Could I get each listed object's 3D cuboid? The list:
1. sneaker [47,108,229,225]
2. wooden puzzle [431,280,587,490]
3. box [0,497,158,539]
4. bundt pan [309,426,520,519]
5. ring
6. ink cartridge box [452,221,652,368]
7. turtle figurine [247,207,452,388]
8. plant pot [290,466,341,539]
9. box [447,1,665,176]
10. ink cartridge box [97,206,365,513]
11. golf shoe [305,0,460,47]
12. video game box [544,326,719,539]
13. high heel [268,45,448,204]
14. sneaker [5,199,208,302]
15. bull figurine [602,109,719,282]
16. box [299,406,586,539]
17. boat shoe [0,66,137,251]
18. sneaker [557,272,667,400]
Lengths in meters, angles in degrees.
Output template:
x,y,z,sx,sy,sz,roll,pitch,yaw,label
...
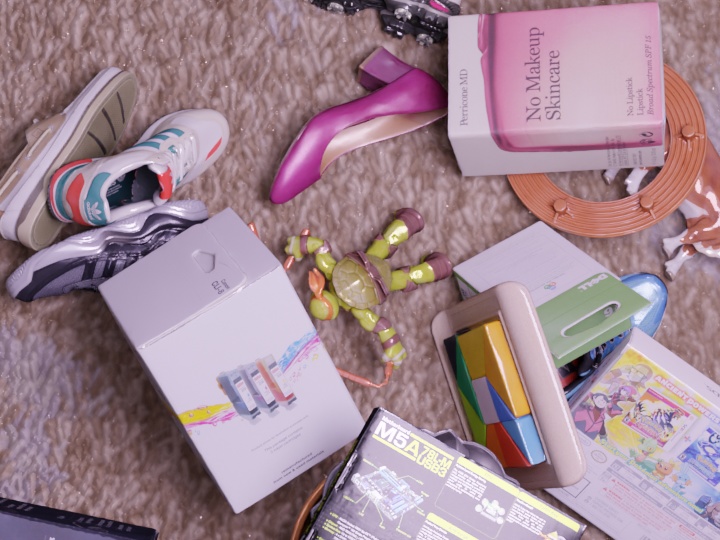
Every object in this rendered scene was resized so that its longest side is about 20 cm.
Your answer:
x,y,z,sx,sy,sz,roll,pitch,yaw,label
-0.184,-0.089,1.491,0.200,0.093,0.070,-28,120,-34,sneaker
0.125,0.113,1.481,0.037,0.200,0.185,-16,85,-20,wooden puzzle
-0.285,0.266,1.413,0.200,0.197,0.118,13,83,-5,box
0.057,0.232,1.380,0.202,0.076,0.202,1,84,-7,bundt pan
0.236,-0.128,1.579,0.200,0.019,0.201,-4,70,11,ring
0.179,0.035,1.497,0.104,0.200,0.059,-28,122,-13,ink cartridge box
0.000,0.000,1.525,0.161,0.064,0.200,-33,75,-33,turtle figurine
0.027,0.264,1.480,0.200,0.140,0.200,1,83,-7,plant pot
0.186,-0.170,1.533,0.200,0.109,0.128,-3,73,10,box
-0.115,0.077,1.440,0.145,0.145,0.200,-31,121,-9,ink cartridge box
0.005,-0.293,1.587,0.200,0.077,0.088,22,70,-12,golf shoe
0.279,0.176,1.517,0.200,0.047,0.182,36,123,-3,video game box
0.001,-0.123,1.558,0.096,0.067,0.200,37,77,9,high heel
-0.222,0.015,1.512,0.200,0.075,0.114,-21,86,-9,sneaker
0.332,-0.065,1.592,0.121,0.065,0.200,-31,78,-7,bull figurine
0.052,0.242,1.316,0.200,0.048,0.193,29,78,-2,box
-0.283,-0.115,1.519,0.068,0.075,0.200,21,64,19,boat shoe
0.222,0.076,1.551,0.200,0.090,0.078,-40,89,-11,sneaker
